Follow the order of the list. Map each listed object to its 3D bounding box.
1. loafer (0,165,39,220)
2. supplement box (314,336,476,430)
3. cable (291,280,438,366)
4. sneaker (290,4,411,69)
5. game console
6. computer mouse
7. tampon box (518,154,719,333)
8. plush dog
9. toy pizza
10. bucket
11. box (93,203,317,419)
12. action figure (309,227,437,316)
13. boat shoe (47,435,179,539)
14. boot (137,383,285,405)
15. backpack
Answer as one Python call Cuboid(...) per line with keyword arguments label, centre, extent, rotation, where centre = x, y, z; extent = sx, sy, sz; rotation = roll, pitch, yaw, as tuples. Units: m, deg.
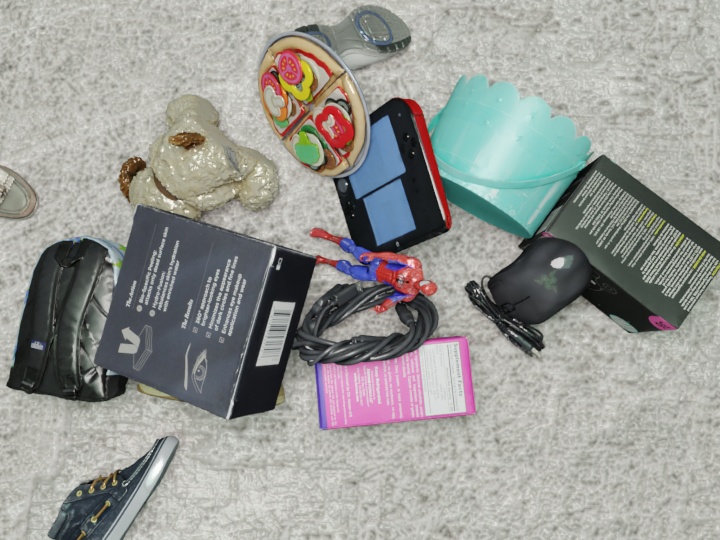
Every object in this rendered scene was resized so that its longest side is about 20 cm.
Cuboid(label="loafer", centre=(-0.541, -0.132, 1.016), extent=(0.199, 0.063, 0.072), rotation=(30, 86, 3))
Cuboid(label="supplement box", centre=(0.043, 0.145, 0.973), extent=(0.199, 0.101, 0.104), rotation=(-4, 85, -1))
Cuboid(label="cable", centre=(0.004, 0.074, 0.933), extent=(0.162, 0.200, 0.051), rotation=(13, 119, 26))
Cuboid(label="sneaker", centre=(-0.023, -0.310, 1.033), extent=(0.199, 0.087, 0.075), rotation=(-17, 83, -20))
Cuboid(label="game console", centre=(0.030, -0.111, 0.961), extent=(0.031, 0.200, 0.178), rotation=(-9, 83, -34))
Cuboid(label="computer mouse", centre=(0.213, 0.034, 0.938), extent=(0.138, 0.200, 0.053), rotation=(43, 54, 6))
Cuboid(label="tampon box", centre=(0.335, -0.027, 0.966), extent=(0.200, 0.150, 0.126), rotation=(38, 84, 3))
Cuboid(label="plush dog", centre=(-0.235, -0.117, 0.989), extent=(0.200, 0.160, 0.172), rotation=(42, 112, 5))
Cuboid(label="toy pizza", centre=(-0.069, -0.208, 0.966), extent=(0.200, 0.200, 0.032), rotation=(49, 55, 4))
Cuboid(label="bucket", centre=(0.177, -0.143, 0.957), extent=(0.207, 0.207, 0.135), rotation=(30, 90, 2))
Cuboid(label="box", centre=(-0.182, 0.046, 0.880), extent=(0.199, 0.117, 0.198), rotation=(17, 92, 21))
Cuboid(label="action figure", centre=(0.000, 0.000, 0.944), extent=(0.199, 0.099, 0.066), rotation=(18, 108, 31))
Cuboid(label="boat shoe", centre=(-0.325, 0.289, 0.972), extent=(0.091, 0.071, 0.201), rotation=(33, 87, -1))
Cuboid(label="boot", centre=(-0.191, 0.100, 0.990), extent=(0.199, 0.073, 0.156), rotation=(7, 87, 8))
Cuboid(label="backpack", centre=(-0.361, 0.054, 0.967), extent=(0.162, 0.154, 0.201), rotation=(2, 97, 17))
